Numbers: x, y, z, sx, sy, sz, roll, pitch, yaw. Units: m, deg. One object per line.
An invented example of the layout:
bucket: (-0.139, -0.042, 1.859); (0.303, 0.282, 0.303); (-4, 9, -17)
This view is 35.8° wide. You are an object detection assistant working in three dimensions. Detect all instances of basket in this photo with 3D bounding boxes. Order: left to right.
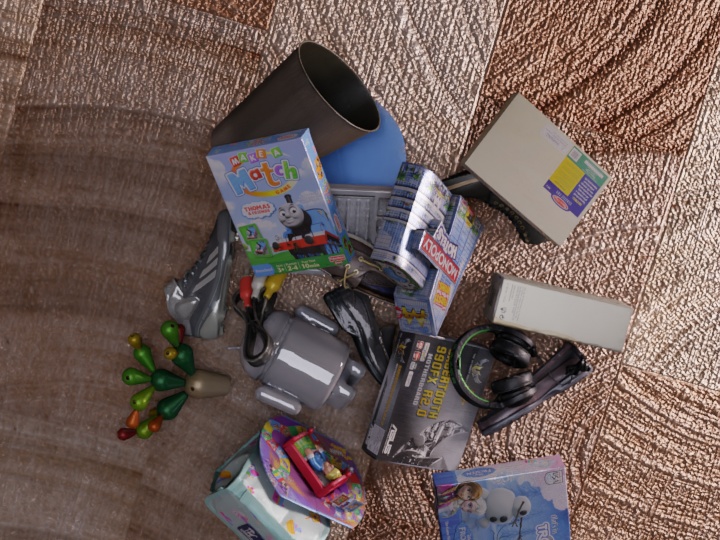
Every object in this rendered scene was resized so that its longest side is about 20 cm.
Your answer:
basket: (-0.102, -0.209, 1.585); (0.200, 0.180, 0.136); (-31, 57, 27)

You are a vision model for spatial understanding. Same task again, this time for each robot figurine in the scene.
robot figurine: (-0.094, 0.133, 1.662); (0.200, 0.113, 0.170); (29, 57, -4)

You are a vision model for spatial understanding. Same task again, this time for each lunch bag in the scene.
lunch bag: (-0.135, 0.347, 1.637); (0.122, 0.200, 0.170); (-42, 96, 2)

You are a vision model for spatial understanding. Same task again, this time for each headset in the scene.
headset: (0.231, 0.142, 1.635); (0.200, 0.094, 0.124); (5, 77, -17)

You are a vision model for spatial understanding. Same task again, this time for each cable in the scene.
cable: (-0.158, 0.061, 1.610); (0.097, 0.200, 0.050); (-16, 124, 20)

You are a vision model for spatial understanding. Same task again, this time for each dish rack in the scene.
dish rack: (-0.028, -0.066, 1.651); (0.200, 0.044, 0.172); (2, 135, -2)

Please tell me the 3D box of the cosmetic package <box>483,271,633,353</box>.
cosmetic package: (0.294, 0.061, 1.676); (0.200, 0.104, 0.073); (14, 95, -2)

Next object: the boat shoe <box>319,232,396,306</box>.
boat shoe: (0.000, 0.000, 1.643); (0.200, 0.060, 0.072); (22, 133, -19)

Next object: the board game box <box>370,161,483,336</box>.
board game box: (0.092, -0.019, 1.587); (0.062, 0.200, 0.200); (8, 71, 29)

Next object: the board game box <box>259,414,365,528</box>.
board game box: (-0.057, 0.283, 1.638); (0.200, 0.158, 0.039); (32, 121, -29)

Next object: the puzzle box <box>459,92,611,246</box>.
puzzle box: (0.258, -0.146, 1.633); (0.200, 0.025, 0.133); (39, 85, -16)

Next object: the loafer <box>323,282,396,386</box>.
loafer: (0.024, 0.105, 1.687); (0.072, 0.073, 0.200); (-32, 97, -3)

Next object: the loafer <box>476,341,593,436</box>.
loafer: (0.258, 0.181, 1.710); (0.200, 0.072, 0.063); (-30, 77, -6)

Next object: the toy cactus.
toy cactus: (-0.282, 0.167, 1.677); (0.165, 0.102, 0.200); (8, 101, -27)

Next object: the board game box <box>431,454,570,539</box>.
board game box: (0.220, 0.391, 1.709); (0.199, 0.043, 0.200); (-9, 110, -2)

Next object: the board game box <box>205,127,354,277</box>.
board game box: (-0.111, -0.091, 1.559); (0.151, 0.037, 0.200); (-8, 118, 23)

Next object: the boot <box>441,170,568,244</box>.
boot: (0.216, -0.092, 1.677); (0.200, 0.077, 0.139); (-12, 100, 0)

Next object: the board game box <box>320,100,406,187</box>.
board game box: (-0.028, -0.166, 1.676); (0.200, 0.039, 0.158); (-10, 93, 9)

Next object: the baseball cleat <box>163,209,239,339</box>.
baseball cleat: (-0.239, 0.003, 1.669); (0.106, 0.070, 0.200); (7, 94, -3)

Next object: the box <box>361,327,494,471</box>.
box: (0.103, 0.194, 1.673); (0.158, 0.048, 0.200); (16, 95, -33)
